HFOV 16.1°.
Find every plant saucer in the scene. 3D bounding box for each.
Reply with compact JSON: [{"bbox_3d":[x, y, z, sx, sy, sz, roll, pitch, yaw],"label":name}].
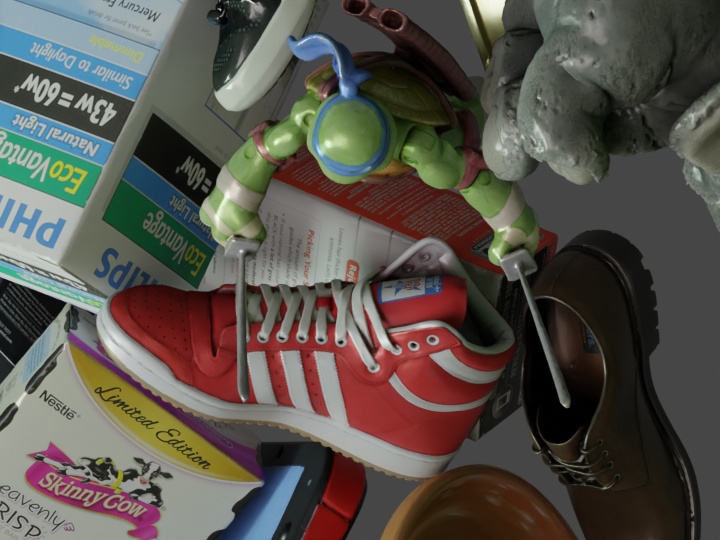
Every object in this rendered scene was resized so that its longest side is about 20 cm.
[{"bbox_3d":[0.060,0.200,1.274,0.037,0.200,0.201,-16,100,38],"label":"plant saucer"}]

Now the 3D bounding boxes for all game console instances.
[{"bbox_3d":[-0.070,0.174,1.361,0.031,0.178,0.200,32,167,-13],"label":"game console"}]

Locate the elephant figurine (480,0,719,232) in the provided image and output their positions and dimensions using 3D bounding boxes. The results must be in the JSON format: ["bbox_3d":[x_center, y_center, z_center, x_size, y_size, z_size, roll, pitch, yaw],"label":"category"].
[{"bbox_3d":[0.163,-0.082,1.129,0.199,0.143,0.155,16,166,-11],"label":"elephant figurine"}]

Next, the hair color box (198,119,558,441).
[{"bbox_3d":[0.000,0.000,1.335,0.199,0.061,0.102,25,124,27],"label":"hair color box"}]

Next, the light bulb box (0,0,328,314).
[{"bbox_3d":[-0.155,-0.098,1.305,0.197,0.125,0.201,19,80,30],"label":"light bulb box"}]

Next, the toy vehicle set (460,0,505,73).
[{"bbox_3d":[0.081,-0.202,1.202,0.124,0.026,0.201,-11,103,40],"label":"toy vehicle set"}]

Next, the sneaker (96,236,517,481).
[{"bbox_3d":[-0.020,0.026,1.231,0.199,0.072,0.113,19,128,-21],"label":"sneaker"}]

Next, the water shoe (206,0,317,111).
[{"bbox_3d":[-0.053,-0.177,1.198,0.071,0.078,0.201,175,111,-72],"label":"water shoe"}]

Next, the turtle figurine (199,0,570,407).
[{"bbox_3d":[0.006,-0.028,1.194,0.143,0.194,0.201,-23,100,15],"label":"turtle figurine"}]

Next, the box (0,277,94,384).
[{"bbox_3d":[-0.238,-0.005,1.455,0.199,0.142,0.079,0,141,37],"label":"box"}]

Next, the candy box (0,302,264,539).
[{"bbox_3d":[-0.164,0.136,1.365,0.136,0.061,0.200,36,103,-16],"label":"candy box"}]

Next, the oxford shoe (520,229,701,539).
[{"bbox_3d":[0.115,0.089,1.273,0.072,0.084,0.201,-6,108,37],"label":"oxford shoe"}]
